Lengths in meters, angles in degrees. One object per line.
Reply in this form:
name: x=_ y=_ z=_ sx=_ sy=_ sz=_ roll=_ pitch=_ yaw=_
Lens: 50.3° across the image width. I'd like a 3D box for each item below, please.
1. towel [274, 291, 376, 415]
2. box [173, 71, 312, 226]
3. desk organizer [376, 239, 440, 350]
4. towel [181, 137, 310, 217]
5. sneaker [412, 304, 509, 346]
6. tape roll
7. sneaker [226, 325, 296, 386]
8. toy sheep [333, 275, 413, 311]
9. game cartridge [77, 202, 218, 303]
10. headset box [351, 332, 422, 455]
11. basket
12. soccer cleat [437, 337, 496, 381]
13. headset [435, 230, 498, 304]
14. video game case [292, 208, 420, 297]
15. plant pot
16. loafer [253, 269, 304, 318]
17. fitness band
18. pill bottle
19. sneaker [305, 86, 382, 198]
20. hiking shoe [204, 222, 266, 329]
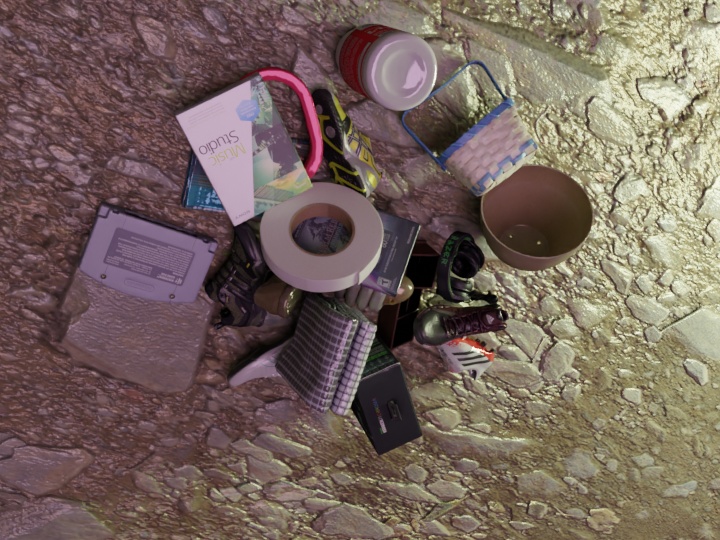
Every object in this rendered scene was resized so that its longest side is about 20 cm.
towel: x=-0.063 y=0.132 z=1.284 sx=0.085 sy=0.200 sz=0.166 roll=14 pitch=95 yaw=-26
box: x=-0.179 y=-0.186 z=1.195 sx=0.144 sy=0.036 sz=0.200 roll=-27 pitch=118 yaw=-4
desk organizer: x=0.088 y=0.047 z=1.435 sx=0.072 sy=0.077 sz=0.200 roll=1 pitch=112 yaw=-20
towel: x=-0.188 y=-0.161 z=1.279 sx=0.200 sy=0.022 sz=0.147 roll=6 pitch=110 yaw=-22
sneaker: x=0.198 y=0.090 z=1.415 sx=0.200 sy=0.115 sz=0.076 roll=-9 pitch=87 yaw=-41
tape roll: x=-0.063 y=-0.057 z=1.249 sx=0.203 sy=0.203 sz=0.037 roll=-14 pitch=148 yaw=-14
sneaker: x=-0.146 y=0.167 z=1.398 sx=0.200 sy=0.070 sz=0.080 roll=-28 pitch=104 yaw=-6
toy sheep: x=0.000 y=0.000 z=1.355 sx=0.200 sy=0.138 sz=0.138 roll=26 pitch=104 yaw=9
game cartridge: x=-0.353 y=-0.020 z=1.271 sx=0.200 sy=0.042 sz=0.133 roll=19 pitch=109 yaw=-26
headset box: x=0.024 y=0.213 z=1.414 sx=0.093 sy=0.200 sz=0.174 roll=-22 pitch=117 yaw=-9
basket: x=0.192 y=-0.239 z=1.327 sx=0.176 sy=0.139 sz=0.200 roll=-36 pitch=92 yaw=0
soccer cleat: x=0.184 y=0.158 z=1.526 sx=0.200 sy=0.069 sz=0.085 roll=27 pitch=97 yaw=-32
headset: x=0.200 y=0.011 z=1.438 sx=0.124 sy=0.094 sz=0.200 roll=-66 pitch=152 yaw=-19
video game case: x=-0.013 y=-0.050 z=1.294 sx=0.200 sy=0.019 sz=0.143 roll=19 pitch=64 yaw=3
plant pot: x=0.314 y=-0.077 z=1.420 sx=0.200 sy=0.200 sz=0.135 roll=-21 pitch=154 yaw=-10
loafer: x=-0.129 y=0.025 z=1.295 sx=0.067 sy=0.200 sz=0.076 roll=18 pitch=99 yaw=2
fitness band: x=-0.137 y=-0.225 z=1.232 sx=0.143 sy=0.037 sz=0.200 roll=-18 pitch=118 yaw=-9
pill bottle: x=0.030 y=-0.320 z=1.186 sx=0.112 sy=0.200 sz=0.112 roll=-8 pitch=115 yaw=-17
sneaker: x=-0.028 y=-0.217 z=1.295 sx=0.076 sy=0.075 sz=0.200 roll=-43 pitch=120 yaw=-38
hiking shoe: x=-0.215 y=0.015 z=1.312 sx=0.101 sy=0.076 sz=0.200 roll=-10 pitch=116 yaw=-20
